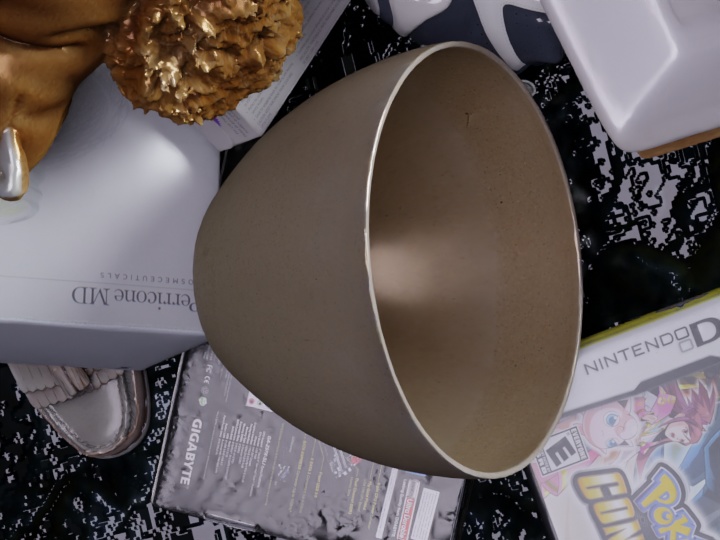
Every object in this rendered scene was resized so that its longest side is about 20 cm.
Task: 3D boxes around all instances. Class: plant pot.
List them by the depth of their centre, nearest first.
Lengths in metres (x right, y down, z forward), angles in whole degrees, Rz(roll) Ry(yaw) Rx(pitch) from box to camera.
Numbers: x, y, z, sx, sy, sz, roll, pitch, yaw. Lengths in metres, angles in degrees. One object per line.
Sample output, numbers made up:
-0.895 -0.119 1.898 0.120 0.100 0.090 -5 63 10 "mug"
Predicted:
0.000 0.000 1.359 0.134 0.200 0.202 -5 90 32 "plant pot"

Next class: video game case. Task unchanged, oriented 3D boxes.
0.182 0.114 1.421 0.180 0.026 0.201 -20 88 -1 "video game case"

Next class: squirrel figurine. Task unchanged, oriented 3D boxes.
-0.118 -0.120 1.272 0.199 0.142 0.188 14 107 -11 "squirrel figurine"

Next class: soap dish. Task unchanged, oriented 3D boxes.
0.144 -0.162 1.325 0.081 0.157 0.201 -29 96 -31 "soap dish"

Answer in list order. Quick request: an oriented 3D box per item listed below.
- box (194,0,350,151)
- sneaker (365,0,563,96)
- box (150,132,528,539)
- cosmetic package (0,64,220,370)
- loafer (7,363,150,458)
-0.025 -0.146 1.412 0.041 0.039 0.201 43 58 -22 "box"
0.108 -0.172 1.430 0.129 0.079 0.199 40 84 -6 "sneaker"
-0.009 0.041 1.468 0.159 0.049 0.201 12 93 9 "box"
-0.178 -0.061 1.403 0.198 0.123 0.201 4 80 -23 "cosmetic package"
-0.171 0.006 1.493 0.072 0.063 0.201 -23 86 11 "loafer"
